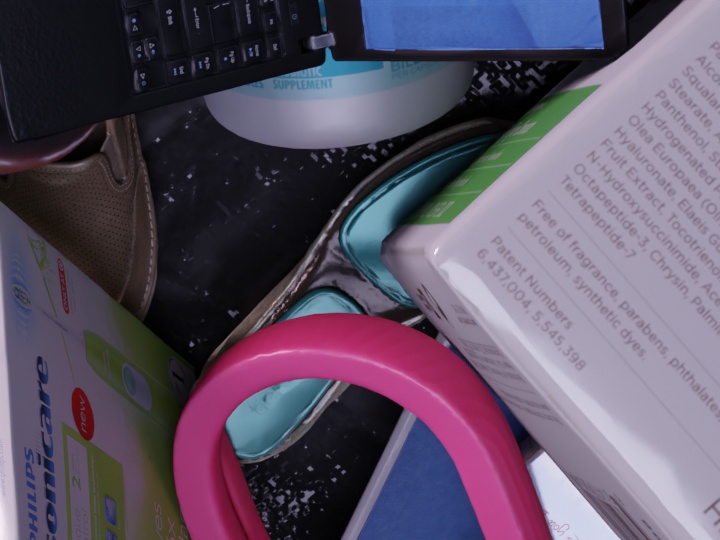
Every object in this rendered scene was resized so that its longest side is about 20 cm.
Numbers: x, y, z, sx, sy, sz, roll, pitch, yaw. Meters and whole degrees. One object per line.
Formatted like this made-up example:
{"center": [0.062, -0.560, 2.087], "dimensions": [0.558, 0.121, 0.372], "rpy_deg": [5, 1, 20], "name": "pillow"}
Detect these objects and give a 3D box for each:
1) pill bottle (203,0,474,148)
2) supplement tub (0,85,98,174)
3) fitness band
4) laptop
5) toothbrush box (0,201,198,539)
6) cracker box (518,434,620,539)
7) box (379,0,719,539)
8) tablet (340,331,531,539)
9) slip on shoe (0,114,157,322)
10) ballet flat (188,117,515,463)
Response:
{"center": [-0.018, -0.156, 1.038], "dimensions": [0.111, 0.111, 0.200], "rpy_deg": [-6, 116, 2], "name": "pill bottle"}
{"center": [-0.184, -0.086, 1.027], "dimensions": [0.107, 0.200, 0.107], "rpy_deg": [0, 89, -39], "name": "supplement tub"}
{"center": [0.003, 0.104, 1.110], "dimensions": [0.144, 0.037, 0.200], "rpy_deg": [-8, 122, 23], "name": "fitness band"}
{"center": [-0.026, -0.142, 0.920], "dimensions": [0.200, 0.103, 0.177], "rpy_deg": [-16, 110, -25], "name": "laptop"}
{"center": [-0.134, 0.081, 1.079], "dimensions": [0.086, 0.146, 0.200], "rpy_deg": [-14, 154, 16], "name": "toothbrush box"}
{"center": [0.165, 0.079, 1.148], "dimensions": [0.200, 0.058, 0.134], "rpy_deg": [-42, 94, 4], "name": "cracker box"}
{"center": [0.137, 0.010, 1.007], "dimensions": [0.171, 0.199, 0.200], "rpy_deg": [-41, 93, -3], "name": "box"}
{"center": [0.056, 0.099, 1.194], "dimensions": [0.130, 0.014, 0.200], "rpy_deg": [7, 120, -34], "name": "tablet"}
{"center": [-0.124, -0.050, 1.116], "dimensions": [0.076, 0.061, 0.200], "rpy_deg": [0, 116, -1], "name": "slip on shoe"}
{"center": [0.000, 0.000, 1.145], "dimensions": [0.200, 0.062, 0.067], "rpy_deg": [-41, 106, 10], "name": "ballet flat"}
